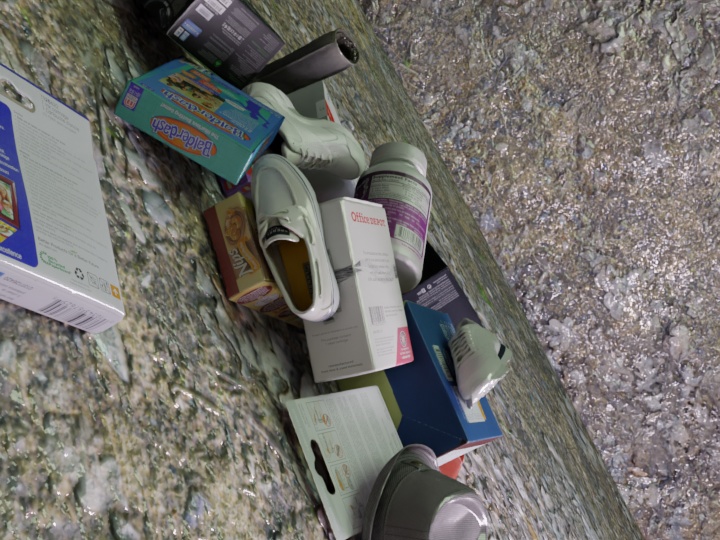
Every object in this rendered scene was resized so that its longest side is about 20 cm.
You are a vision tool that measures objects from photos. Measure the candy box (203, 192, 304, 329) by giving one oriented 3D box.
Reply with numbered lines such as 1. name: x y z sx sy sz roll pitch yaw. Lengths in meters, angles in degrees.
1. candy box: -0.103 -0.005 1.088 0.200 0.055 0.116 32 35 -63

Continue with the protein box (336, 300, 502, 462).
1. protein box: 0.076 0.166 1.232 0.200 0.134 0.200 66 16 16

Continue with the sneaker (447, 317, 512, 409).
1. sneaker: 0.147 0.118 1.184 0.081 0.076 0.200 50 12 0

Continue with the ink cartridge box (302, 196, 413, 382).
1. ink cartridge box: -0.011 0.023 1.085 0.146 0.082 0.202 2 76 -68

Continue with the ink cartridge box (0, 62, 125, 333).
1. ink cartridge box: -0.270 -0.070 0.680 0.197 0.047 0.201 34 30 -57

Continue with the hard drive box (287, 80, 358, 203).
1. hard drive box: -0.054 -0.171 1.422 0.156 0.076 0.201 -99 167 -54

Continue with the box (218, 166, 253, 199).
1. box: -0.140 -0.140 1.226 0.200 0.039 0.138 30 35 -64

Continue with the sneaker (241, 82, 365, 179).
1. sneaker: -0.083 -0.162 1.204 0.199 0.078 0.100 25 46 -21

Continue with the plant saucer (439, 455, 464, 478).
1. plant saucer: 0.123 0.224 1.478 0.201 0.036 0.200 62 15 -5

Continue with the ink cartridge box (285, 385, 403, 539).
1. ink cartridge box: -0.015 0.222 1.043 0.199 0.057 0.164 -1 63 -54

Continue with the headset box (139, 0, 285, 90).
1. headset box: -0.218 -0.354 1.153 0.200 0.093 0.174 51 9 25

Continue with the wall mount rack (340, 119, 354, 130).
1. wall mount rack: -0.020 -0.193 1.643 0.175 0.074 0.200 63 16 2

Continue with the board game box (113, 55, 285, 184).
1. board game box: -0.178 -0.179 1.039 0.151 0.045 0.200 31 20 -5

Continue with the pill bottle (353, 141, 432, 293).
1. pill bottle: 0.041 -0.076 1.248 0.112 0.111 0.201 47 42 -43

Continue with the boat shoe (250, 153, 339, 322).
1. boat shoe: -0.082 -0.040 0.995 0.070 0.070 0.202 15 57 -70

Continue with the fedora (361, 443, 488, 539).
1. fedora: 0.085 0.289 1.012 0.200 0.090 0.179 30 66 -54

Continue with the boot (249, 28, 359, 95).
1. boot: -0.095 -0.288 1.320 0.073 0.199 0.182 60 15 -7

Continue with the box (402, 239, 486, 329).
1. box: 0.132 0.062 1.577 0.183 0.104 0.200 58 2 -20
